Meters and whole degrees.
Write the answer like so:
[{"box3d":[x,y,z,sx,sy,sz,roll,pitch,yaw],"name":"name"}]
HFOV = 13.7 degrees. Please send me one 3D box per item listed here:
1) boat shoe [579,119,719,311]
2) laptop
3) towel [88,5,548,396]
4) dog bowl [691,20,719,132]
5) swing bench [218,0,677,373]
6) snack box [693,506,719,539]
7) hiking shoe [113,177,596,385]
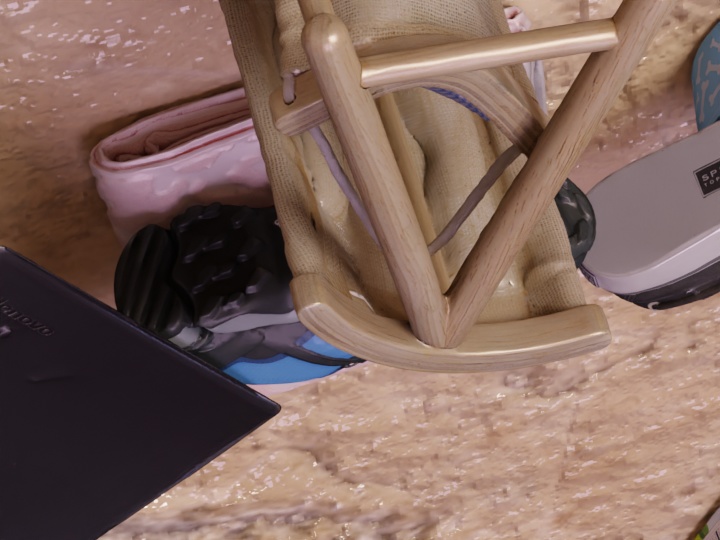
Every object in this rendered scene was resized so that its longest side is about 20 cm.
[{"box3d":[0.183,-0.040,1.235,0.199,0.069,0.057,-22,149,19],"name":"boat shoe"},{"box3d":[-0.177,0.043,1.248,0.187,0.200,0.116,34,83,-48],"name":"laptop"},{"box3d":[-0.005,-0.019,1.295,0.190,0.032,0.200,-17,145,0],"name":"towel"},{"box3d":[0.211,-0.059,1.316,0.111,0.050,0.200,-27,144,14],"name":"dog bowl"},{"box3d":[0.013,-0.096,1.046,0.129,0.200,0.200,-9,144,-12],"name":"swing bench"},{"box3d":[0.287,0.145,1.630,0.199,0.053,0.142,2,142,-26],"name":"snack box"},{"box3d":[0.000,0.000,1.245,0.199,0.075,0.087,-9,151,5],"name":"hiking shoe"}]
